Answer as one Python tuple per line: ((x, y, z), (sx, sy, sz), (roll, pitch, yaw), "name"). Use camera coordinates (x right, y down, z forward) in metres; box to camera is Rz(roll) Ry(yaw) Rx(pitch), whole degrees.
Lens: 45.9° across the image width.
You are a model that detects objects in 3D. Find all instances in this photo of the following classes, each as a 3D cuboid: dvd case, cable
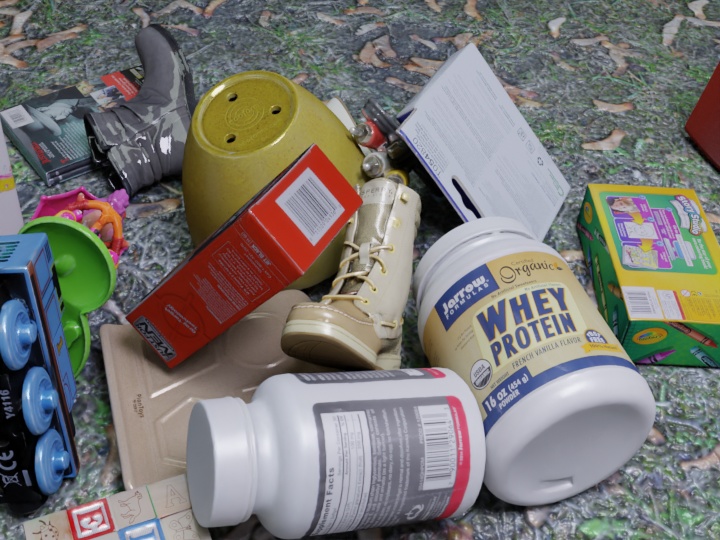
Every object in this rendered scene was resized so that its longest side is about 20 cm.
((-0.304, -0.177, 0.997), (0.198, 0.022, 0.146), (-27, 52, -31), "dvd case")
((0.040, -0.116, 0.872), (0.050, 0.200, 0.098), (-33, 79, 14), "cable")

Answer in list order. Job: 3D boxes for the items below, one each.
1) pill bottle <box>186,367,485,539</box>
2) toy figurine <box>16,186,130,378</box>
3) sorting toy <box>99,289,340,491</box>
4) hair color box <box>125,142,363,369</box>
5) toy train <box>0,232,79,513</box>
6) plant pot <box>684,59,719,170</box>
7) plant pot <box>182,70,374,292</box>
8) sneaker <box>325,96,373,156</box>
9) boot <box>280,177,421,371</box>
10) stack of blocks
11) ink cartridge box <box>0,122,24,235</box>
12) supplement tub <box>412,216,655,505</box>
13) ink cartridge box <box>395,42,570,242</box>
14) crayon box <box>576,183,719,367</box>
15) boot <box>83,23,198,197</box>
((-0.019, 0.129, 0.606), (0.196, 0.112, 0.112), (1, 41, -25), "pill bottle")
((-0.257, -0.019, 0.741), (0.150, 0.199, 0.185), (46, 27, -18), "toy figurine")
((-0.110, 0.102, 0.718), (0.196, 0.037, 0.187), (-8, 45, -20), "sorting toy")
((-0.095, -0.006, 0.664), (0.061, 0.199, 0.102), (47, 43, -9), "hair color box")
((-0.254, 0.075, 0.618), (0.084, 0.204, 0.115), (-4, 28, -1), "toy train")
((0.519, -0.170, 0.951), (0.195, 0.202, 0.179), (-5, 54, -10), "plant pot")
((-0.089, -0.101, 0.807), (0.195, 0.143, 0.204), (-5, 57, 8), "plant pot")
((-0.025, -0.101, 0.920), (0.088, 0.068, 0.202), (-24, 54, -7), "sneaker")
((0.000, 0.000, 0.677), (0.071, 0.200, 0.159), (7, 81, 20), "boot")
((-0.136, 0.241, 0.539), (0.113, 0.059, 0.201), (-11, 45, -25), "stack of blocks")
((-0.416, -0.097, 0.773), (0.146, 0.203, 0.144), (32, 47, 27), "ink cartridge box")
((0.129, 0.067, 0.690), (0.141, 0.146, 0.202), (-10, 45, -15), "supplement tub")
((0.121, -0.103, 0.859), (0.201, 0.040, 0.201), (52, 44, -14), "ink cartridge box")
((0.293, -0.001, 0.840), (0.116, 0.059, 0.202), (3, 43, -2), "crayon box")
((-0.247, -0.183, 0.940), (0.129, 0.070, 0.202), (-19, 67, -24), "boot")
